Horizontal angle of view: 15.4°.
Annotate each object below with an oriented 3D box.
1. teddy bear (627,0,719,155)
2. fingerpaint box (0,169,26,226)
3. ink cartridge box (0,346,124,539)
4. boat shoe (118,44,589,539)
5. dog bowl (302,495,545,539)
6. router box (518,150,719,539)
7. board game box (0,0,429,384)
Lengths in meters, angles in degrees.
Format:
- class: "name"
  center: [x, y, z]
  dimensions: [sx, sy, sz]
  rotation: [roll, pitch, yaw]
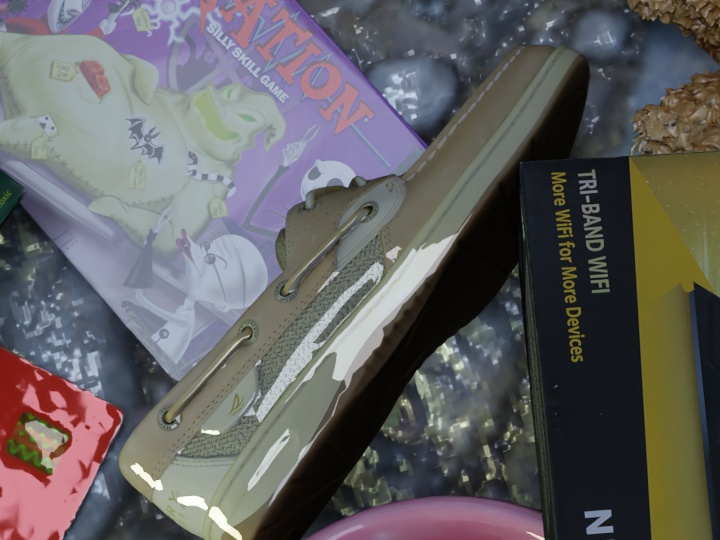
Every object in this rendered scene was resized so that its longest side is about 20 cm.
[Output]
- class: "teddy bear"
  center: [0.138, -0.100, 0.883]
  dimensions: [0.144, 0.067, 0.201]
  rotation: [-29, 78, 5]
- class: "fingerpaint box"
  center: [-0.235, 0.005, 0.866]
  dimensions: [0.167, 0.073, 0.200]
  rotation: [38, 72, -6]
- class: "ink cartridge box"
  center: [-0.194, 0.102, 0.905]
  dimensions: [0.162, 0.050, 0.201]
  rotation: [26, 88, 10]
- class: "boat shoe"
  center: [0.000, 0.000, 0.857]
  dimensions: [0.065, 0.072, 0.200]
  rotation: [34, 81, 19]
- class: "dog bowl"
  center: [0.027, 0.158, 0.816]
  dimensions: [0.199, 0.074, 0.201]
  rotation: [-11, 58, 17]
- class: "router box"
  center: [0.130, 0.054, 0.782]
  dimensions: [0.156, 0.052, 0.201]
  rotation: [-4, 52, 0]
- class: "board game box"
  center: [-0.068, -0.056, 0.925]
  dimensions: [0.120, 0.032, 0.200]
  rotation: [-42, 78, -5]
